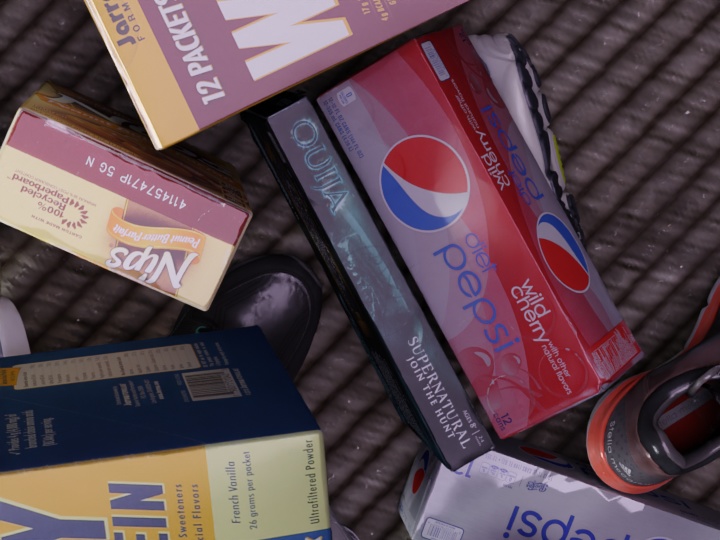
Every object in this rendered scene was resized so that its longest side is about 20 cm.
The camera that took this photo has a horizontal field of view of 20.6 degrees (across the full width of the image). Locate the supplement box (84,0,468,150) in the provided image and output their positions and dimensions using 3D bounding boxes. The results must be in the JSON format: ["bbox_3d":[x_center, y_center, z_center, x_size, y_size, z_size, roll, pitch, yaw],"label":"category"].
[{"bbox_3d":[-0.042,-0.167,0.970,0.197,0.200,0.133,-26,100,-2],"label":"supplement box"}]

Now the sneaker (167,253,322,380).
[{"bbox_3d":[-0.092,0.075,1.062,0.075,0.079,0.200,43,91,-10],"label":"sneaker"}]

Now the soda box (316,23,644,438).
[{"bbox_3d":[0.061,-0.021,1.014,0.070,0.063,0.200,-29,89,29],"label":"soda box"}]

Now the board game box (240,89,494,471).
[{"bbox_3d":[0.000,0.000,1.032,0.028,0.135,0.200,-29,101,-5],"label":"board game box"}]

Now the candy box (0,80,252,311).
[{"bbox_3d":[-0.119,-0.042,0.979,0.115,0.200,0.055,25,96,-9],"label":"candy box"}]

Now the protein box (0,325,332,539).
[{"bbox_3d":[-0.125,0.122,0.921,0.199,0.199,0.135,-7,103,-10],"label":"protein box"}]

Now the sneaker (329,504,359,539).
[{"bbox_3d":[-0.082,0.195,1.081,0.082,0.075,0.200,42,92,-8],"label":"sneaker"}]

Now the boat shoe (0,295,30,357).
[{"bbox_3d":[-0.228,0.111,1.046,0.086,0.075,0.202,0,106,-35],"label":"boat shoe"}]

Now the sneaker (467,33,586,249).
[{"bbox_3d":[0.076,-0.028,1.079,0.079,0.078,0.200,-15,95,16],"label":"sneaker"}]

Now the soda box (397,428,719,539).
[{"bbox_3d":[0.125,0.144,1.100,0.200,0.068,0.064,20,96,-9],"label":"soda box"}]

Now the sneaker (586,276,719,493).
[{"bbox_3d":[0.213,0.051,1.071,0.200,0.082,0.077,-43,100,-20],"label":"sneaker"}]
